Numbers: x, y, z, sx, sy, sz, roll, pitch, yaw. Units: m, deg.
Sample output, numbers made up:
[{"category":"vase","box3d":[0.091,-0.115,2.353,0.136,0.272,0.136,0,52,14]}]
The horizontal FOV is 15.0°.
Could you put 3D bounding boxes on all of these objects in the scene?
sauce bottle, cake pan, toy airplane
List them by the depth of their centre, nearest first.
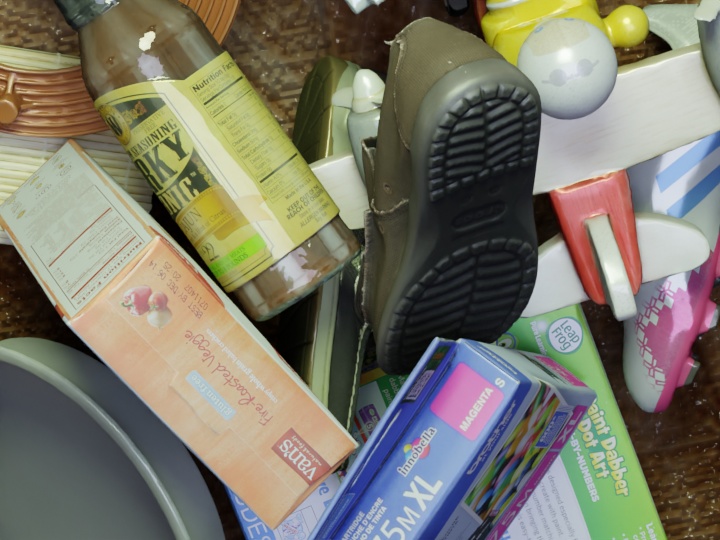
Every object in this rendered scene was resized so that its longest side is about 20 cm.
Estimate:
[{"category":"sauce bottle","box3d":[-0.080,-0.072,1.215,0.065,0.065,0.200,-36,93,1]},{"category":"toy airplane","box3d":[0.093,-0.072,1.244,0.198,0.141,0.201,29,88,3]},{"category":"cake pan","box3d":[-0.139,0.115,1.278,0.037,0.200,0.201,-36,108,-42]}]

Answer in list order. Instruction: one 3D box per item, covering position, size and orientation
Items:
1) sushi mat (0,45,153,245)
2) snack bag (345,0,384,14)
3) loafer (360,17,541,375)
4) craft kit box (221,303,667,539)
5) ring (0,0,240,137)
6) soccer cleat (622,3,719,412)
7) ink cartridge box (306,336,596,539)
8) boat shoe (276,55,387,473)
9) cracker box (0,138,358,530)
[{"category":"sushi mat","box3d":[-0.194,-0.063,1.308,0.199,0.012,0.096,7,101,-9]},{"category":"snack bag","box3d":[0.022,-0.243,1.225,0.188,0.021,0.200,-33,86,-12]},{"category":"loafer","box3d":[0.036,-0.033,1.185,0.073,0.071,0.201,-13,142,-20]},{"category":"craft kit box","box3d":[0.046,0.128,1.364,0.197,0.049,0.201,-21,103,-1]},{"category":"ring","box3d":[-0.151,-0.147,1.243,0.199,0.019,0.201,2,120,4]},{"category":"soccer cleat","box3d":[0.145,-0.034,1.338,0.086,0.070,0.201,15,95,3]},{"category":"ink cartridge box","box3d":[0.042,0.091,1.237,0.042,0.200,0.120,36,96,18]},{"category":"boat shoe","box3d":[0.000,0.000,1.301,0.066,0.072,0.202,6,80,-15]},{"category":"cracker box","box3d":[-0.087,0.024,1.232,0.058,0.200,0.134,-43,113,-1]}]
